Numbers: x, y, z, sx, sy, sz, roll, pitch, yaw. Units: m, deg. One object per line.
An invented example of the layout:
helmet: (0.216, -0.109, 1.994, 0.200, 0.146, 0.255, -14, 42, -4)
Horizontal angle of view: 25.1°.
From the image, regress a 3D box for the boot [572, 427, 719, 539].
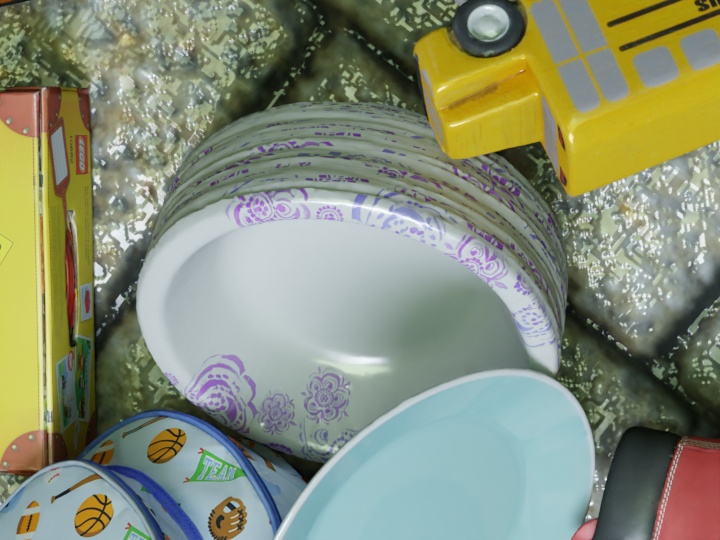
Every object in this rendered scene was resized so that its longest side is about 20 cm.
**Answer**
boot: (0.169, 0.175, 0.757, 0.144, 0.072, 0.200, -1, 85, 25)

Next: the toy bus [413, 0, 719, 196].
toy bus: (0.127, -0.092, 0.673, 0.200, 0.065, 0.078, -22, 67, -1)

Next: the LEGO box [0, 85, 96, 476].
LEGO box: (-0.222, 0.003, 0.855, 0.149, 0.077, 0.200, 1, 95, 9)

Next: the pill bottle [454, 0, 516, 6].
pill bottle: (0.105, -0.204, 0.713, 0.200, 0.111, 0.111, -41, 88, 3)

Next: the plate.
plate: (0.026, 0.127, 0.747, 0.026, 0.200, 0.200, 37, 102, 43)

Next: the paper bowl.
paper bowl: (0.000, 0.000, 0.780, 0.200, 0.104, 0.201, 6, 138, 6)

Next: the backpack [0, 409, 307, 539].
backpack: (-0.103, 0.166, 0.797, 0.200, 0.154, 0.191, 39, 88, 34)

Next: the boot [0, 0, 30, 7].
boot: (-0.218, -0.208, 0.842, 0.200, 0.072, 0.144, -11, 93, 2)
